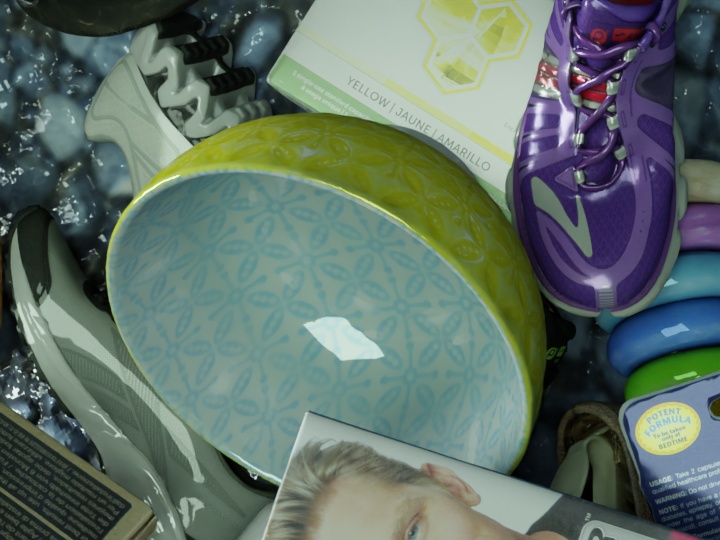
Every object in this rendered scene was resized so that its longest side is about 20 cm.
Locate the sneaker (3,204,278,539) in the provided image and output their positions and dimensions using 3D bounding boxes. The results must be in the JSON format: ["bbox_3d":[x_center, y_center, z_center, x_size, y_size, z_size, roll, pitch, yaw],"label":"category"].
[{"bbox_3d":[-0.109,0.053,1.308,0.079,0.074,0.201,-31,92,5],"label":"sneaker"}]

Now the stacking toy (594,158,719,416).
[{"bbox_3d":[0.148,0.056,1.195,0.085,0.085,0.201,-14,71,16],"label":"stacking toy"}]

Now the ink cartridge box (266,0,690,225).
[{"bbox_3d":[0.071,-0.130,1.224,0.145,0.048,0.200,33,90,10],"label":"ink cartridge box"}]

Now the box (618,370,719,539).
[{"bbox_3d":[0.195,0.132,1.124,0.121,0.032,0.201,-18,90,13],"label":"box"}]

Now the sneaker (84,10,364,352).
[{"bbox_3d":[-0.057,-0.028,1.285,0.081,0.075,0.200,-42,76,23],"label":"sneaker"}]

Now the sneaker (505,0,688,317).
[{"bbox_3d":[0.101,-0.081,1.149,0.080,0.083,0.201,2,84,8],"label":"sneaker"}]

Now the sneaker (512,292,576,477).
[{"bbox_3d":[0.061,0.050,1.255,0.082,0.071,0.201,-6,91,22],"label":"sneaker"}]

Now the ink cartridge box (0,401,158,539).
[{"bbox_3d":[-0.198,0.145,1.281,0.164,0.075,0.200,34,140,11],"label":"ink cartridge box"}]

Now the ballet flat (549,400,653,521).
[{"bbox_3d":[0.110,0.147,1.204,0.068,0.067,0.201,-32,44,37],"label":"ballet flat"}]

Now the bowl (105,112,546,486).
[{"bbox_3d":[0.000,0.000,1.166,0.199,0.108,0.201,16,137,16],"label":"bowl"}]

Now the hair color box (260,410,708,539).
[{"bbox_3d":[0.057,0.138,1.099,0.199,0.061,0.100,16,78,14],"label":"hair color box"}]

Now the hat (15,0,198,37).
[{"bbox_3d":[-0.116,-0.159,1.259,0.200,0.201,0.081,-10,126,16],"label":"hat"}]

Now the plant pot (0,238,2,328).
[{"bbox_3d":[-0.271,-0.063,1.283,0.199,0.200,0.184,-3,79,15],"label":"plant pot"}]

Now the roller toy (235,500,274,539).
[{"bbox_3d":[0.001,0.197,1.218,0.182,0.200,0.140,40,86,-8],"label":"roller toy"}]
